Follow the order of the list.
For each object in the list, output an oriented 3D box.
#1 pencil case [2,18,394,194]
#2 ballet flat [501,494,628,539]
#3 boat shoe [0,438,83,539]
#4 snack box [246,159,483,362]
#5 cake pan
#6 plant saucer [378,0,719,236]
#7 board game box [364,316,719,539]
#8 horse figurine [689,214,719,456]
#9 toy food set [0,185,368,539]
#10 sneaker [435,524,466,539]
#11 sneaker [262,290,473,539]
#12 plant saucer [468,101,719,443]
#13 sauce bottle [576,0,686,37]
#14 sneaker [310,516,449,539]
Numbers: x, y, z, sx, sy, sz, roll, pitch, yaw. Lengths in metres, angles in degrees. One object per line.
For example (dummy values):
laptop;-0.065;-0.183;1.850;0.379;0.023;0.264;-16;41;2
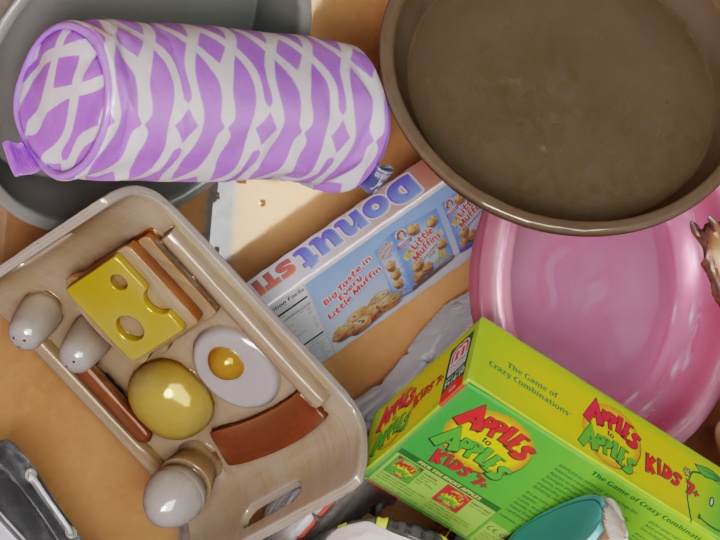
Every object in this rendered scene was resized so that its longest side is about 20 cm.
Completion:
pencil case;-0.078;-0.080;1.470;0.199;0.085;0.084;4;54;-41
ballet flat;0.080;0.172;1.497;0.072;0.200;0.072;20;56;-33
boat shoe;-0.148;0.175;1.547;0.068;0.073;0.200;-47;110;-26
snack box;0.000;0.000;1.573;0.200;0.024;0.072;-35;142;-9
cake pan;-0.118;-0.110;1.497;0.200;0.037;0.201;-23;138;-22
plant saucer;0.106;-0.100;1.522;0.199;0.030;0.201;5;60;-8
board game box;0.111;0.115;1.515;0.200;0.102;0.048;32;43;-16
horse figurine;0.227;0.063;1.609;0.050;0.132;0.201;6;100;30
toy food set;-0.107;0.060;1.509;0.200;0.143;0.060;48;41;-13
sneaker;0.076;0.167;1.600;0.199;0.078;0.078;-16;93;-12
sneaker;0.033;0.100;1.586;0.200;0.077;0.082;-44;109;-7
plant saucer;0.129;0.006;1.581;0.200;0.051;0.202;-2;93;-42
sauce bottle;0.125;-0.123;1.597;0.199;0.066;0.066;-16;98;-10
sneaker;-0.033;0.186;1.516;0.075;0.200;0.077;24;58;-29
